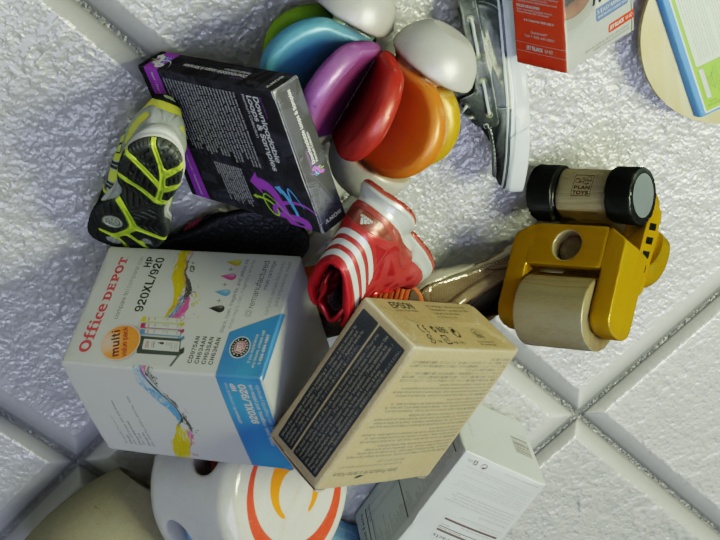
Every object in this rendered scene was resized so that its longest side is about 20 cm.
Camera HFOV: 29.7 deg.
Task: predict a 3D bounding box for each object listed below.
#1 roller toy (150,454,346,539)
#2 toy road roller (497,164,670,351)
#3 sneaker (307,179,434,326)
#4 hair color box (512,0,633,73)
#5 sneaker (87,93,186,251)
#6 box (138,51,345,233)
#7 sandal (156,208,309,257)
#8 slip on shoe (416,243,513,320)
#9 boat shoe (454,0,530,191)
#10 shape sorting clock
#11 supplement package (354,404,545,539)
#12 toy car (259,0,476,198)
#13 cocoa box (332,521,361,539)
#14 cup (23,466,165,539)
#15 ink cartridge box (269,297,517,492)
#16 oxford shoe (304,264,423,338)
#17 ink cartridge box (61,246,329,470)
[{"bbox_3d":[-0.117,0.216,1.394,0.182,0.139,0.202,-2,93,-49],"label":"roller toy"},{"bbox_3d":[0.235,-0.005,1.345,0.146,0.122,0.201,35,66,-47],"label":"toy road roller"},{"bbox_3d":[0.000,0.000,1.232,0.116,0.078,0.200,-51,158,-9],"label":"sneaker"},{"bbox_3d":[0.186,-0.291,1.204,0.111,0.064,0.201,-34,128,-35],"label":"hair color box"},{"bbox_3d":[-0.200,-0.085,1.266,0.075,0.077,0.200,20,145,-17],"label":"sneaker"},{"bbox_3d":[-0.107,-0.117,1.216,0.036,0.199,0.144,-38,126,-27],"label":"box"},{"bbox_3d":[-0.147,-0.025,1.348,0.198,0.045,0.076,-11,118,14],"label":"sandal"},{"bbox_3d":[0.143,0.019,1.379,0.199,0.061,0.077,-12,128,-27],"label":"slip on shoe"},{"bbox_3d":[0.123,-0.171,1.298,0.070,0.072,0.202,-5,110,2],"label":"boat shoe"},{"bbox_3d":[0.360,-0.238,1.309,0.198,0.039,0.202,-4,119,-7],"label":"shape sorting clock"},{"bbox_3d":[0.095,0.256,1.508,0.109,0.114,0.201,25,114,-21],"label":"supplement package"},{"bbox_3d":[-0.007,-0.158,1.208,0.199,0.150,0.176,34,113,2],"label":"toy car"},{"bbox_3d":[-0.047,0.368,1.537,0.199,0.132,0.134,21,115,-21],"label":"cocoa box"},{"bbox_3d":[-0.252,0.296,1.444,0.200,0.200,0.144,33,83,-25],"label":"cup"},{"bbox_3d":[0.034,0.112,1.245,0.165,0.075,0.199,-55,152,17],"label":"ink cartridge box"},{"bbox_3d":[-0.029,0.035,1.363,0.198,0.072,0.073,8,144,20],"label":"oxford shoe"},{"bbox_3d":[-0.151,0.080,1.285,0.198,0.148,0.145,3,140,16],"label":"ink cartridge box"}]
